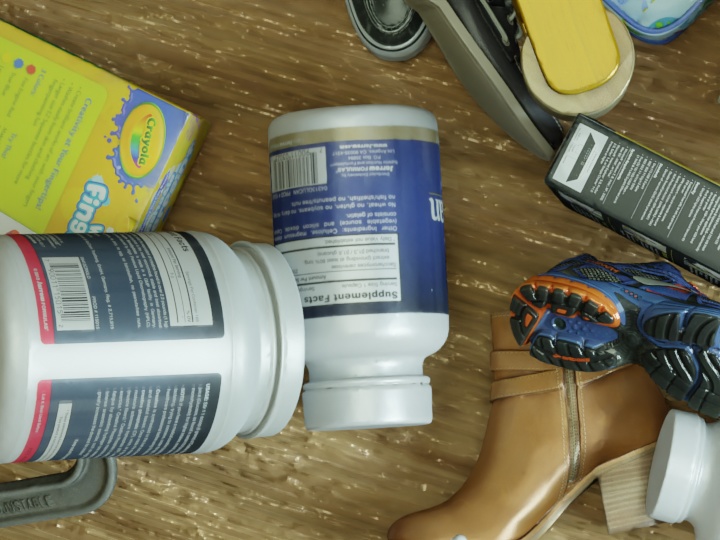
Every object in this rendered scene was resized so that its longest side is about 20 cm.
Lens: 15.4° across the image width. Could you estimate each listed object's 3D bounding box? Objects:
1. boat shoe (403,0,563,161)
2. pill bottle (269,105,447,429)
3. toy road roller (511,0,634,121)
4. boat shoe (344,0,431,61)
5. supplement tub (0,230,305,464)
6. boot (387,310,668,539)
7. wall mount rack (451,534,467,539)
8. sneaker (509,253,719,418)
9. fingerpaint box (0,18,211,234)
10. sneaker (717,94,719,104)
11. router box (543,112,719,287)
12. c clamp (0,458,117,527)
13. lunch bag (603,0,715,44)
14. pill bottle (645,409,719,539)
[{"bbox_3d":[0.082,-0.161,1.726,0.063,0.073,0.200,-40,108,-10],"label":"boat shoe"},{"bbox_3d":[0.000,0.000,1.718,0.110,0.111,0.202,-3,86,7],"label":"pill bottle"},{"bbox_3d":[0.151,-0.202,1.640,0.145,0.123,0.201,-17,90,4],"label":"toy road roller"},{"bbox_3d":[0.023,-0.241,1.760,0.073,0.068,0.201,7,87,8],"label":"boat shoe"},{"bbox_3d":[-0.149,0.046,1.654,0.199,0.140,0.141,-1,85,-25],"label":"supplement tub"},{"bbox_3d":[0.100,0.103,1.721,0.199,0.077,0.156,-13,86,4],"label":"boot"},{"bbox_3d":[0.022,0.251,1.711,0.199,0.075,0.175,-8,101,7],"label":"wall mount rack"},{"bbox_3d":[0.195,0.030,1.654,0.199,0.078,0.076,19,129,20],"label":"sneaker"},{"bbox_3d":[-0.218,-0.047,1.775,0.166,0.073,0.201,25,92,9],"label":"fingerpaint box"},{"bbox_3d":[0.288,-0.090,1.718,0.115,0.074,0.201,1,77,9],"label":"sneaker"},{"bbox_3d":[0.194,-0.035,1.658,0.149,0.200,0.051,28,91,8],"label":"router box"},{"bbox_3d":[-0.258,0.097,1.751,0.199,0.027,0.172,-5,111,25],"label":"c clamp"},{"bbox_3d":[0.202,-0.263,1.730,0.161,0.082,0.200,42,95,6],"label":"lunch bag"},{"bbox_3d":[0.283,0.143,1.666,0.199,0.111,0.112,14,88,0],"label":"pill bottle"}]
